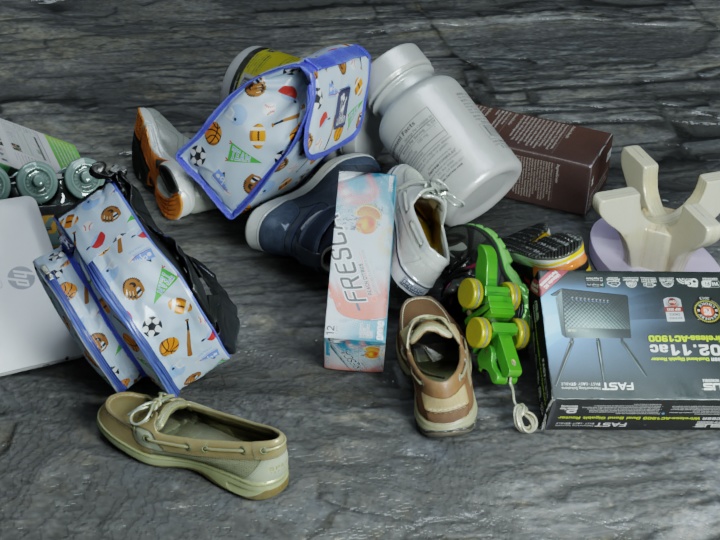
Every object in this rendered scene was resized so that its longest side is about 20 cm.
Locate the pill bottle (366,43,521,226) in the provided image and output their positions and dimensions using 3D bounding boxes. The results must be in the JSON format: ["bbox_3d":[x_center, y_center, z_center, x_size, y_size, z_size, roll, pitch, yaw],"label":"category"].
[{"bbox_3d":[0.087,-0.161,1.882,0.114,0.115,0.201,-23,69,-36],"label":"pill bottle"}]

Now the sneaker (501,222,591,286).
[{"bbox_3d":[0.198,0.006,1.745,0.070,0.091,0.200,-23,10,-9],"label":"sneaker"}]

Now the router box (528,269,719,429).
[{"bbox_3d":[0.269,0.077,1.585,0.198,0.062,0.151,0,56,-4],"label":"router box"}]

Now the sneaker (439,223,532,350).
[{"bbox_3d":[0.118,0.012,1.713,0.083,0.077,0.200,-4,31,-19],"label":"sneaker"}]

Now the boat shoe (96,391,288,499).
[{"bbox_3d":[-0.154,0.146,1.485,0.199,0.064,0.073,21,35,26],"label":"boat shoe"}]

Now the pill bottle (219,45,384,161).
[{"bbox_3d":[-0.066,-0.201,2.008,0.199,0.113,0.112,21,36,26],"label":"pill bottle"}]

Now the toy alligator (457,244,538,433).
[{"bbox_3d":[0.131,0.073,1.600,0.059,0.054,0.202,4,64,-31],"label":"toy alligator"}]

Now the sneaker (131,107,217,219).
[{"bbox_3d":[-0.211,-0.127,1.928,0.091,0.076,0.200,-5,39,-26],"label":"sneaker"}]

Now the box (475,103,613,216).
[{"bbox_3d":[0.196,-0.138,1.968,0.198,0.075,0.100,13,33,20],"label":"box"}]

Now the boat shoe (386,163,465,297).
[{"bbox_3d":[0.071,-0.065,1.751,0.074,0.086,0.203,33,30,-22],"label":"boat shoe"}]

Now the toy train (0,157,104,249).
[{"bbox_3d":[-0.353,-0.058,1.759,0.198,0.115,0.085,-6,-3,-24],"label":"toy train"}]

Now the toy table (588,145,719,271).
[{"bbox_3d":[0.331,-0.046,1.788,0.183,0.118,0.200,-17,38,-29],"label":"toy table"}]

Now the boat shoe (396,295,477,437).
[{"bbox_3d":[0.075,0.079,1.594,0.075,0.074,0.200,-11,33,-3],"label":"boat shoe"}]

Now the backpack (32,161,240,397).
[{"bbox_3d":[-0.212,0.028,1.561,0.154,0.200,0.190,-43,47,-8],"label":"backpack"}]

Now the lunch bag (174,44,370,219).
[{"bbox_3d":[-0.082,-0.168,1.834,0.124,0.200,0.170,46,27,6],"label":"lunch bag"}]

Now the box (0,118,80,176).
[{"bbox_3d":[-0.404,-0.130,1.854,0.199,0.037,0.145,18,21,-32],"label":"box"}]

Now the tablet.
[{"bbox_3d":[-0.365,0.015,1.646,0.129,0.014,0.201,-12,62,-24],"label":"tablet"}]

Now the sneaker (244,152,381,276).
[{"bbox_3d":[-0.009,-0.059,1.807,0.145,0.077,0.202,19,40,37],"label":"sneaker"}]

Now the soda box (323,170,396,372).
[{"bbox_3d":[0.000,0.000,1.652,0.063,0.069,0.201,4,60,0],"label":"soda box"}]
